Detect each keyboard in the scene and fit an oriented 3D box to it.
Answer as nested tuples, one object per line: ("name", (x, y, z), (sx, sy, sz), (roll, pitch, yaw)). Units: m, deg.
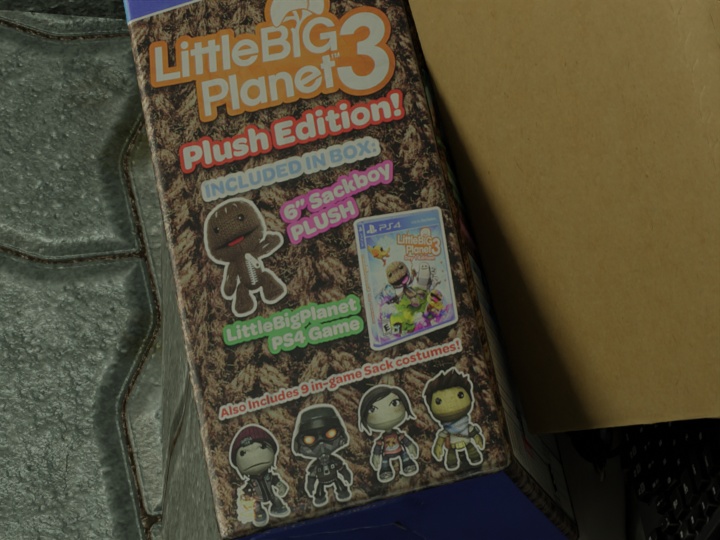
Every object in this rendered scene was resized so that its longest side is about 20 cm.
("keyboard", (0.093, 0.025, 0.724), (0.201, 0.039, 0.104), (-96, 17, -44))

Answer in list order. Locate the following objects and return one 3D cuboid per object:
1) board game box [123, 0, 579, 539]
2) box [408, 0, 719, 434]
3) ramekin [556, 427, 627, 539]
("board game box", (0.000, 0.000, 0.706), (0.159, 0.096, 0.201), (49, -153, -68))
("box", (0.075, -0.055, 0.576), (0.163, 0.021, 0.201), (-14, 93, 58))
("ramekin", (0.040, 0.106, 0.849), (0.202, 0.094, 0.204), (-177, 90, -80))
